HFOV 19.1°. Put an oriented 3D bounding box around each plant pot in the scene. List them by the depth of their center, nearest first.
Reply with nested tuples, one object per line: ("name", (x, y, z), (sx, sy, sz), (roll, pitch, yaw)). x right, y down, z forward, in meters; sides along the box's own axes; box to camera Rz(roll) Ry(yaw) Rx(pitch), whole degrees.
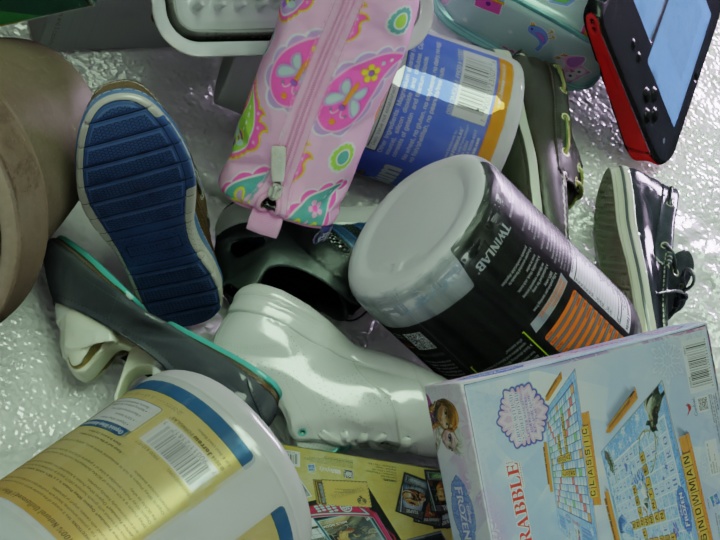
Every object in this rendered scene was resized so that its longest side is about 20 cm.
("plant pot", (-0.248, -0.068, 1.311), (0.200, 0.200, 0.175), (40, 34, 7))

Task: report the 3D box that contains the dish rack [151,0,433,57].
("dish rack", (-0.054, -0.223, 1.405), (0.199, 0.044, 0.172), (-5, 89, -26))

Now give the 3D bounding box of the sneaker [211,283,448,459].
("sneaker", (-0.007, 0.092, 1.371), (0.200, 0.075, 0.089), (27, 67, -1))

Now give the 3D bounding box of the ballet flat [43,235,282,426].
("ballet flat", (-0.140, 0.050, 1.326), (0.200, 0.073, 0.073), (33, 48, 23))

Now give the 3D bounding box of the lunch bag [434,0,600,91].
("lunch bag", (0.145, -0.244, 1.660), (0.160, 0.077, 0.200), (26, 50, -3))

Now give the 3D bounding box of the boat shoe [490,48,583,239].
("boat shoe", (0.131, -0.078, 1.538), (0.060, 0.072, 0.202), (4, 53, -15))

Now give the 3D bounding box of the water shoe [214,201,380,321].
("water shoe", (0.000, 0.000, 1.437), (0.199, 0.072, 0.079), (3, 65, -10))

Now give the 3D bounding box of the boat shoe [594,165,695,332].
("boat shoe", (0.204, 0.009, 1.509), (0.062, 0.075, 0.200), (9, 48, -9))

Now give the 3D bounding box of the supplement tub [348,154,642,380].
("supplement tub", (0.097, 0.029, 1.380), (0.200, 0.122, 0.123), (43, 45, -27))

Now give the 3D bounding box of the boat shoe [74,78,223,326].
("boat shoe", (-0.135, -0.052, 1.341), (0.072, 0.200, 0.073), (-10, 48, 0))

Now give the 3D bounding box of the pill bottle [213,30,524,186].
("pill bottle", (0.004, -0.123, 1.492), (0.199, 0.112, 0.112), (17, 52, -10))

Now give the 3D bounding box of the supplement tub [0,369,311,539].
("supplement tub", (-0.142, 0.162, 1.199), (0.200, 0.145, 0.145), (-34, 74, -32))

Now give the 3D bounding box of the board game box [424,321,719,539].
("board game box", (0.145, 0.147, 1.305), (0.199, 0.041, 0.201), (-10, 91, -34))

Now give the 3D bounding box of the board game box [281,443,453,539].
("board game box", (0.029, 0.186, 1.330), (0.199, 0.035, 0.136), (11, 54, -16))

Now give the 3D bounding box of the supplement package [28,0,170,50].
("supplement package", (-0.133, -0.259, 1.503), (0.199, 0.152, 0.151), (-4, 59, -26))

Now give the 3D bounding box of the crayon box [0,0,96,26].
("crayon box", (-0.263, -0.207, 1.352), (0.199, 0.051, 0.127), (-11, 56, 16))

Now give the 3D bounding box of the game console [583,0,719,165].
("game console", (0.222, -0.199, 1.602), (0.031, 0.177, 0.200), (5, 54, 25))

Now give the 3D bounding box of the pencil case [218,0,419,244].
("pencil case", (-0.024, -0.121, 1.349), (0.087, 0.200, 0.087), (20, 20, -8))
